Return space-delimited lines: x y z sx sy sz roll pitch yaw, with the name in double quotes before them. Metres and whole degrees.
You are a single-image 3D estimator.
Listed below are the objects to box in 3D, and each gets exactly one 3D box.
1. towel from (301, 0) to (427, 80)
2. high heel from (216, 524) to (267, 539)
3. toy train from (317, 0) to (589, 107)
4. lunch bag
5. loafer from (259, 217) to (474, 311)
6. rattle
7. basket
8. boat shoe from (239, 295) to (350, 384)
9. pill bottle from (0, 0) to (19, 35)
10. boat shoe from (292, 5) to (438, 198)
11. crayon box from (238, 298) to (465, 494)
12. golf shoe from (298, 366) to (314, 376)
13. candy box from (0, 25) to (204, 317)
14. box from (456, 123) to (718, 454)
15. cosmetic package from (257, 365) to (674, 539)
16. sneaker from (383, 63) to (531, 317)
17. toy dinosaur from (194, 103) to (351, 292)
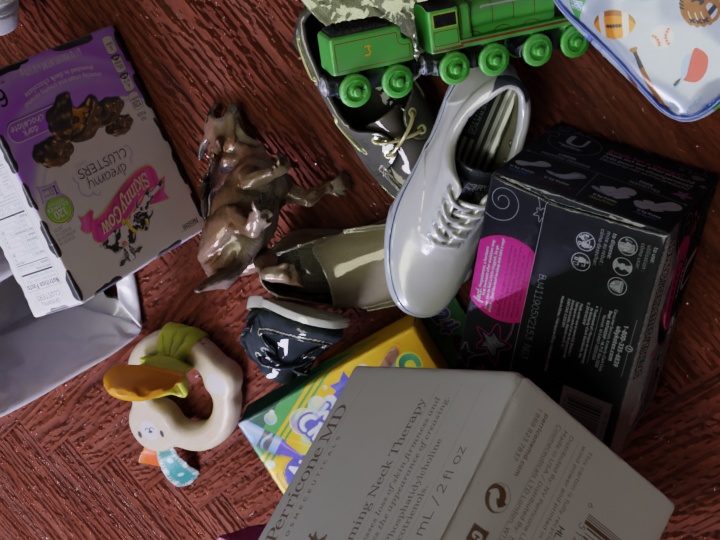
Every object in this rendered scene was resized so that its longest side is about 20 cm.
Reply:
"towel" 0.001 -0.243 0.890 0.200 0.036 0.148 44 117 8
"high heel" -0.068 0.257 0.997 0.096 0.200 0.068 5 110 -5
"toy train" 0.065 -0.156 0.853 0.042 0.200 0.057 -133 31 -61
"lunch bag" 0.222 -0.194 0.784 0.160 0.076 0.200 45 128 4
"loafer" 0.000 0.000 1.038 0.200 0.068 0.076 -7 109 36
"rattle" -0.199 0.158 1.214 0.130 0.143 0.200 31 123 -6
"basket" -0.322 0.030 1.190 0.123 0.200 0.136 12 120 34
"boat shoe" -0.062 0.059 1.046 0.199 0.074 0.066 -175 100 -70
"pill bottle" -0.323 -0.303 1.072 0.112 0.112 0.200 26 126 21
"boat shoe" 0.017 -0.116 0.960 0.072 0.060 0.202 -35 91 10
"crayon box" 0.018 0.122 1.037 0.200 0.052 0.126 -30 99 10
"golf shoe" -0.038 0.173 1.165 0.088 0.077 0.200 49 141 40
"candy box" -0.244 -0.087 1.093 0.071 0.168 0.200 -15 105 40
"box" 0.158 0.017 0.911 0.132 0.115 0.200 22 125 22
"cosmetic package" 0.067 0.179 0.879 0.166 0.168 0.200 39 159 -24
"sneaker" 0.066 -0.054 0.911 0.073 0.071 0.200 12 108 -10
"toy dinosaur" -0.099 -0.042 1.034 0.135 0.200 0.086 -9 138 38
